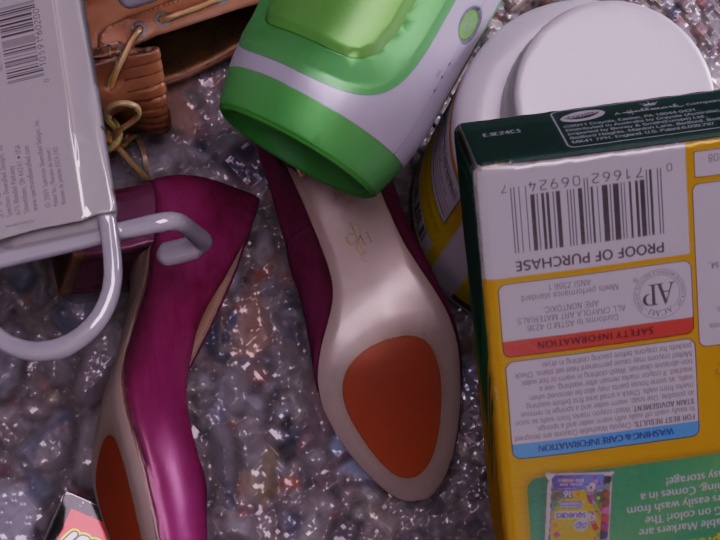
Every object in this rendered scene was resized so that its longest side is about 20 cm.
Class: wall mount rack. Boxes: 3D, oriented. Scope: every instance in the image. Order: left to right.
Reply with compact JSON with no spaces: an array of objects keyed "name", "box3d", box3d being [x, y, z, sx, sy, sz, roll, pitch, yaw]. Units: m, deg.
[{"name":"wall mount rack","box3d":[-0.154,-0.050,0.896,0.173,0.075,0.201,-13,76,10]}]

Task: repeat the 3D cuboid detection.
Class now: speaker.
[{"name":"speaker","box3d":[0.022,-0.133,0.893,0.088,0.088,0.201,29,83,0]}]

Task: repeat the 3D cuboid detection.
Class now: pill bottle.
[{"name":"pill bottle","box3d":[0.084,-0.044,0.922,0.109,0.200,0.110,1,79,-6]}]

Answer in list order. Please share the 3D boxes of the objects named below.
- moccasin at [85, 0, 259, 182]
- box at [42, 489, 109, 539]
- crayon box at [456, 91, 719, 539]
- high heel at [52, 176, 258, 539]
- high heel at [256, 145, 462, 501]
[{"name":"moccasin","box3d":[-0.103,-0.087,0.980,0.201,0.074,0.078,-33,76,-19]},{"name":"box","box3d":[-0.061,0.195,0.939,0.199,0.040,0.137,24,78,-1]},{"name":"crayon box","box3d":[0.107,0.040,0.810,0.125,0.052,0.201,-7,112,-3]},{"name":"high heel","box3d":[-0.066,0.048,0.929,0.096,0.067,0.201,-4,66,-23]},{"name":"high heel","box3d":[0.000,0.000,0.991,0.067,0.096,0.201,-12,101,-3]}]
